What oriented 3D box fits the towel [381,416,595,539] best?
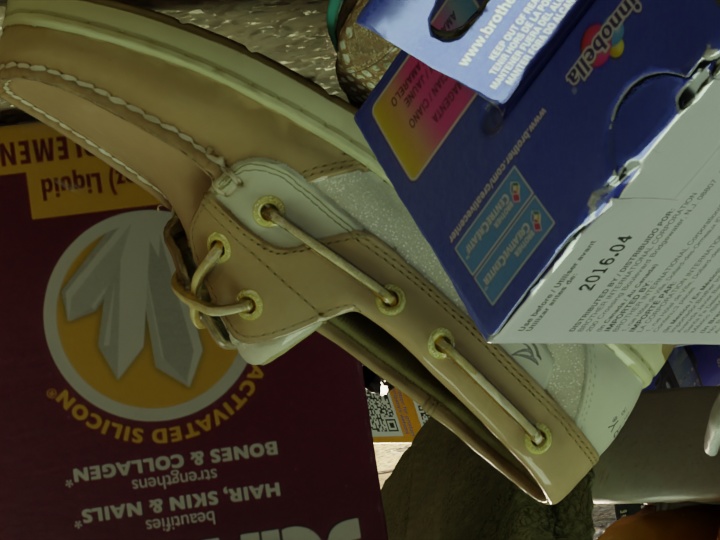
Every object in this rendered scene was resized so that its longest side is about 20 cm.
[{"bbox_3d":[0.039,0.097,0.862,0.036,0.149,0.200,27,-155,-9],"label":"towel"}]

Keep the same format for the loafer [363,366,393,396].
[{"bbox_3d":[0.009,0.016,0.958,0.199,0.072,0.073,-6,169,-15],"label":"loafer"}]

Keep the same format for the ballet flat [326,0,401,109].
[{"bbox_3d":[0.035,-0.040,0.675,0.071,0.065,0.200,-52,167,0],"label":"ballet flat"}]

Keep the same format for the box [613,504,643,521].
[{"bbox_3d":[0.202,0.049,1.039,0.086,0.164,0.200,0,165,-42],"label":"box"}]

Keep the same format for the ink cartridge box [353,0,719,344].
[{"bbox_3d":[0.094,-0.052,0.545,0.200,0.076,0.137,0,138,-43],"label":"ink cartridge box"}]

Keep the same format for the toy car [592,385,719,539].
[{"bbox_3d":[0.172,0.124,0.862,0.200,0.176,0.150,-5,178,-44],"label":"toy car"}]

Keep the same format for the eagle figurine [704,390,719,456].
[{"bbox_3d":[0.151,-0.011,0.773,0.200,0.151,0.152,2,169,-19],"label":"eagle figurine"}]

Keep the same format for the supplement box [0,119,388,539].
[{"bbox_3d":[-0.067,0.055,0.762,0.131,0.201,0.103,-8,170,-11],"label":"supplement box"}]

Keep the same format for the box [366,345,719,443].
[{"bbox_3d":[0.087,0.033,1.003,0.200,0.042,0.119,-2,-161,43],"label":"box"}]

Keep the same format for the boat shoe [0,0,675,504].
[{"bbox_3d":[-0.013,-0.005,0.626,0.200,0.066,0.074,29,170,-6],"label":"boat shoe"}]
